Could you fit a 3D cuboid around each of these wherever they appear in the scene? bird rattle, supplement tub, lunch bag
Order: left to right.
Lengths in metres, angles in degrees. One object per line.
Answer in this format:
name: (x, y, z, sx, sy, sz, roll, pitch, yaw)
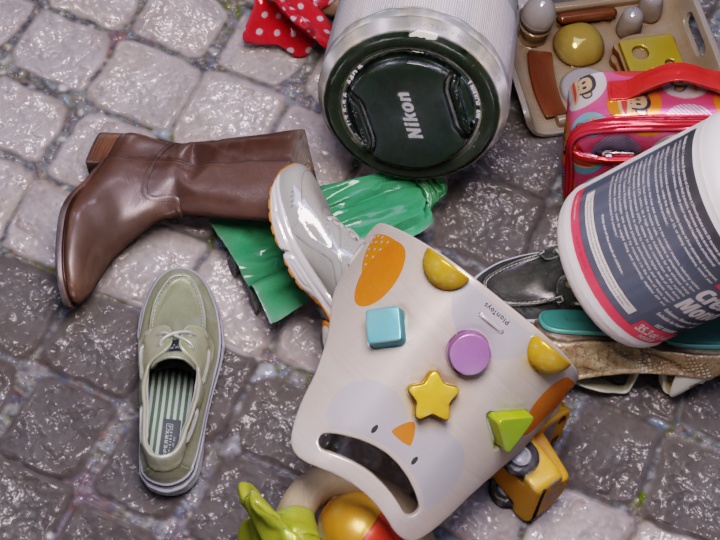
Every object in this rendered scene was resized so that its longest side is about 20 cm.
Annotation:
bird rattle: (-0.035, -0.289, 1.676, 0.162, 0.113, 0.201, -5, 61, -28)
bird rattle: (-0.003, 0.214, 1.369, 0.199, 0.113, 0.163, 27, 44, 7)
lunch bag: (0.268, -0.108, 1.539, 0.198, 0.177, 0.082, 0, 56, 5)
supplement tub: (0.263, -0.037, 1.405, 0.140, 0.199, 0.141, 27, 50, -36)

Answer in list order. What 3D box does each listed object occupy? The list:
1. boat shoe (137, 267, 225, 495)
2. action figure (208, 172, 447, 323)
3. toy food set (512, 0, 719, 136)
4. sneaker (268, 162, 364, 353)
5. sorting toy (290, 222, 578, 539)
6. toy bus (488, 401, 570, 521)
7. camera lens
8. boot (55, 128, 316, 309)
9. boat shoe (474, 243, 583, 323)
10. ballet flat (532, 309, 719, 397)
boat shoe: (-0.143, 0.078, 1.461, 0.071, 0.062, 0.201, 1, 58, -5)
action figure: (-0.013, -0.033, 1.546, 0.199, 0.055, 0.119, -24, 62, -14)
toy food set: (0.223, -0.206, 1.670, 0.198, 0.061, 0.144, -9, 60, -11)
sneaker: (0.000, 0.000, 1.451, 0.092, 0.076, 0.201, -26, 85, 20)
sorting toy: (0.046, 0.095, 1.358, 0.200, 0.107, 0.181, 38, 84, -8)
toy bus: (0.099, 0.099, 1.473, 0.078, 0.065, 0.200, -30, 66, -23)
camera lens: (0.053, -0.189, 1.557, 0.159, 0.161, 0.201, 10, 41, 1)
boot: (-0.140, -0.045, 1.510, 0.198, 0.064, 0.188, 3, 55, 12)
boat shoe: (0.181, 0.000, 1.536, 0.198, 0.071, 0.073, -12, 61, -13)
ballet flat: (0.235, 0.069, 1.508, 0.198, 0.066, 0.071, 3, 26, 0)
